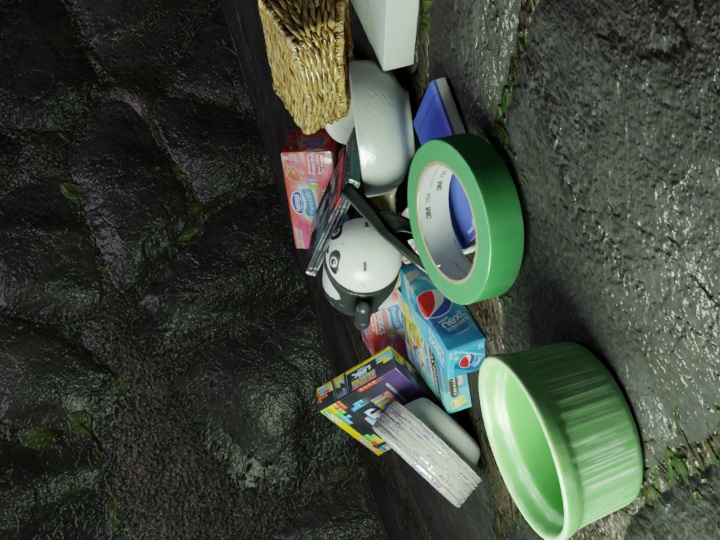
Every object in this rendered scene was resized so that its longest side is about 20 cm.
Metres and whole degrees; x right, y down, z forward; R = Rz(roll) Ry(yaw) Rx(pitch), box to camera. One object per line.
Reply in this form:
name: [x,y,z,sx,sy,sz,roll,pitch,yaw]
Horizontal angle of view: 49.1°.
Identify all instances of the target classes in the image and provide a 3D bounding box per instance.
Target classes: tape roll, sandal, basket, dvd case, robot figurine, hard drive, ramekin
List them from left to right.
basket: [-0.047,-0.314,1.149,0.143,0.148,0.201,56,165,27]
dvd case: [-0.044,-0.110,1.301,0.147,0.022,0.201,-88,22,-51]
robot figurine: [-0.002,-0.001,1.256,0.150,0.125,0.200,46,161,13]
sandal: [0.054,-0.059,1.082,0.200,0.048,0.075,46,-170,16]
hard drive: [0.122,-0.133,1.039,0.132,0.025,0.202,116,137,-74]
tape roll: [0.122,-0.062,0.954,0.200,0.048,0.203,165,90,-70]
ramekin: [0.211,0.173,0.837,0.200,0.097,0.202,164,90,-79]

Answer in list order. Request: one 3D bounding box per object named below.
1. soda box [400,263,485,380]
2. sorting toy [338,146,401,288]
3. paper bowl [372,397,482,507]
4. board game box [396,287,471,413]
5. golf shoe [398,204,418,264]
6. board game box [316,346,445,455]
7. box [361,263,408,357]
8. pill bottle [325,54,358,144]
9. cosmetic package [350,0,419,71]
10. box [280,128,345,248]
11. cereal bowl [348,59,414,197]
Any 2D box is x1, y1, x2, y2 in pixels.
soda box: [0.125,0.070,1.231,0.201,0.064,0.068,-118,15,-46]
sorting toy: [0.011,-0.090,1.357,0.185,0.036,0.202,44,146,48]
paper bowl: [0.124,0.298,1.345,0.200,0.104,0.201,43,172,7]
board game box: [0.124,0.129,1.368,0.200,0.046,0.152,-126,22,-62]
golf shoe: [0.091,-0.065,1.189,0.200,0.075,0.093,148,109,-78]
board game box: [0.043,0.243,1.440,0.200,0.164,0.057,44,-158,-40]
box: [0.046,0.066,1.509,0.100,0.095,0.202,-123,19,-58]
pill bottle: [-0.036,-0.313,1.363,0.201,0.111,0.113,-117,15,-46]
cosmetic package: [0.031,-0.395,1.052,0.201,0.051,0.152,91,158,-60]
box: [-0.079,-0.149,1.439,0.100,0.094,0.202,-77,-16,-55]
cereal bowl: [0.035,-0.211,1.161,0.200,0.082,0.203,-6,-90,-87]
